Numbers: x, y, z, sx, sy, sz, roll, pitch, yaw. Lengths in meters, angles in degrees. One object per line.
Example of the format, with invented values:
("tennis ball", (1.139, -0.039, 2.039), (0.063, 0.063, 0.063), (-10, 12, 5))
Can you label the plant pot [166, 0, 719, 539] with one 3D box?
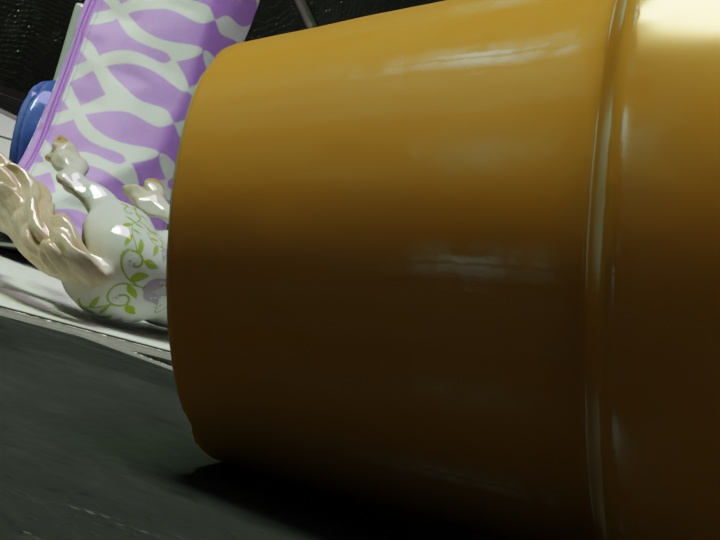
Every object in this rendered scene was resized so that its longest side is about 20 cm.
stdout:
("plant pot", (0.047, -0.002, 0.802), (0.182, 0.201, 0.200), (2, 0, 12))

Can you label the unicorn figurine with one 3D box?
("unicorn figurine", (-0.069, -0.002, 1.139), (0.199, 0.074, 0.137), (-4, 27, -40))

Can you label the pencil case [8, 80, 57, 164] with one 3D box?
("pencil case", (-0.077, -0.029, 1.336), (0.199, 0.087, 0.078), (17, 22, 7))

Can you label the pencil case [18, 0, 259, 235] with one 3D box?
("pencil case", (-0.103, -0.093, 1.259), (0.085, 0.201, 0.084), (22, -5, -28))

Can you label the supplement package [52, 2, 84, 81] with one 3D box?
("supplement package", (-0.104, -0.072, 1.514), (0.119, 0.122, 0.200), (17, 3, 2))
